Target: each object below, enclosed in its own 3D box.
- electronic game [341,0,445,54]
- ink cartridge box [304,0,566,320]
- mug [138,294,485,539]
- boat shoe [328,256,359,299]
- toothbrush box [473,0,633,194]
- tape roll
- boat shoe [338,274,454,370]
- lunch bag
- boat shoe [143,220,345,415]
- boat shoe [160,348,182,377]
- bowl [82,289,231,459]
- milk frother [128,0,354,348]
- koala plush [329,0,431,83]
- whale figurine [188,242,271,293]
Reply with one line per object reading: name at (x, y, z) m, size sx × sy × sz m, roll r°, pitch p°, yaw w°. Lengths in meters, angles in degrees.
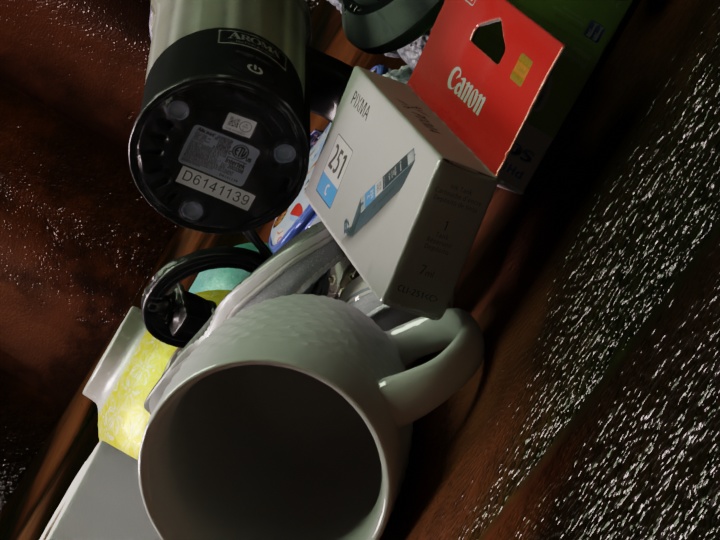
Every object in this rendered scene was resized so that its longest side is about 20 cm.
electronic game at (0.051, -0.239, 1.638) m, size 0.200 × 0.042 × 0.200 m, roll -44°, pitch 29°, yaw 32°
ink cartridge box at (0.038, -0.087, 1.417) m, size 0.177 × 0.045 × 0.200 m, roll -67°, pitch 22°, yaw 13°
mug at (-0.018, 0.079, 1.388) m, size 0.200 × 0.148 × 0.175 m, roll -25°, pitch 12°, yaw 17°
boat shoe at (0.000, 0.000, 1.680) m, size 0.200 × 0.065 × 0.073 m, roll -56°, pitch 5°, yaw -20°
toothbrush box at (0.109, -0.160, 1.559) m, size 0.200 × 0.086 × 0.146 m, roll -59°, pitch 9°, yaw 0°
tape roll at (-0.197, 0.219, 1.606) m, size 0.203 × 0.071 × 0.202 m, roll -60°, pitch 5°, yaw 9°
boat shoe at (-0.004, 0.071, 1.522) m, size 0.201 × 0.070 × 0.072 m, roll -47°, pitch 29°, yaw 41°
lunch bag at (-0.005, -0.089, 2.034) m, size 0.160 × 0.075 × 0.200 m, roll -53°, pitch 12°, yaw 26°
boat shoe at (-0.066, 0.044, 1.540) m, size 0.202 × 0.065 × 0.074 m, roll -48°, pitch -2°, yaw 30°
boat shoe at (-0.102, 0.145, 1.694) m, size 0.073 × 0.074 × 0.201 m, roll -24°, pitch 66°, yaw 56°
bowl at (-0.152, 0.089, 1.845) m, size 0.200 × 0.107 × 0.200 m, roll -60°, pitch 5°, yaw 9°
milk frother at (-0.097, -0.078, 1.612) m, size 0.200 × 0.180 × 0.188 m, roll -43°, pitch 23°, yaw 23°
koala plush at (0.061, -0.198, 1.755) m, size 0.178 × 0.183 × 0.200 m, roll -57°, pitch 21°, yaw 22°
whale figurine at (-0.106, 0.033, 2.101) m, size 0.159 × 0.104 × 0.200 m, roll -61°, pitch 8°, yaw -1°
